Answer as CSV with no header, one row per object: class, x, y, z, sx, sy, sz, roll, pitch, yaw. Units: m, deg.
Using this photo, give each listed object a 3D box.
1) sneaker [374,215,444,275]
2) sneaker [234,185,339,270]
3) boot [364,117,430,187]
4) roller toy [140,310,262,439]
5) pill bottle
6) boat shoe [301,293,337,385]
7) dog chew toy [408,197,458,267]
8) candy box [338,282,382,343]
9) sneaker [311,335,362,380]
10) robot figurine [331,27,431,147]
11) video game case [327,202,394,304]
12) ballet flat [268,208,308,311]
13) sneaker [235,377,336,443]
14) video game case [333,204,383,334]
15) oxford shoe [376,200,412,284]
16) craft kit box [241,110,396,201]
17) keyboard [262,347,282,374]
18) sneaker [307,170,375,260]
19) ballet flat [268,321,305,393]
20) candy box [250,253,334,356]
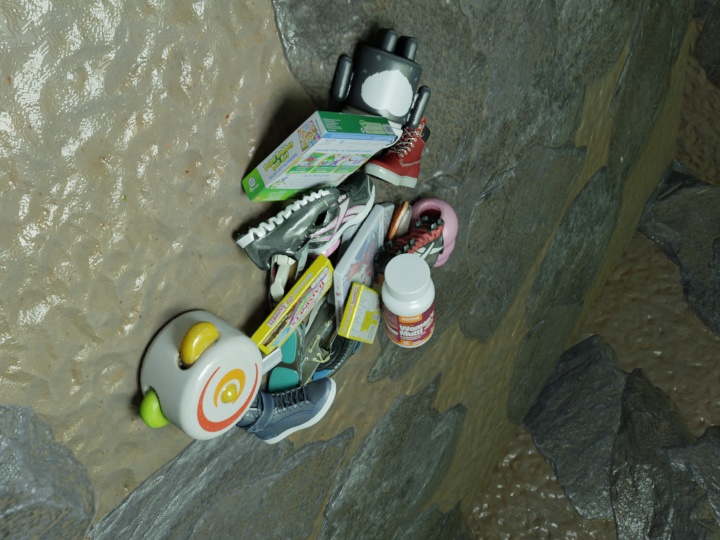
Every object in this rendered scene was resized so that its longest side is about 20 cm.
sneaker,0.110,-0.032,1.588,0.199,0.070,0.100,-34,123,-32
sneaker,-0.111,-0.067,1.289,0.197,0.092,0.066,-32,-174,-12
boot,0.078,-0.248,1.524,0.199,0.071,0.148,-11,121,-64
roller toy,-0.254,0.172,1.245,0.181,0.138,0.205,4,109,-58
pill bottle,0.098,0.062,1.535,0.110,0.108,0.202,-48,154,-24
boat shoe,-0.089,0.154,1.570,0.072,0.059,0.206,17,98,-59
dog chew toy,0.166,-0.077,1.747,0.125,0.123,0.201,-51,156,-19
candy box,0.006,0.089,1.520,0.200,0.026,0.105,32,72,-73
sneaker,-0.037,0.173,1.655,0.201,0.072,0.083,-49,149,-23
robot figurine,0.039,-0.320,1.345,0.124,0.147,0.205,-15,126,-68
video game case,0.003,-0.039,1.573,0.199,0.022,0.187,-27,135,-62
ballet flat,-0.135,-0.010,1.359,0.072,0.067,0.204,-61,163,-56
sneaker,-0.155,0.251,1.448,0.200,0.078,0.146,-35,133,16
video game case,0.000,0.000,1.518,0.185,0.022,0.202,88,26,-47
oxford shoe,0.090,-0.056,1.660,0.072,0.071,0.204,-80,-176,-61
craft kit box,-0.067,-0.185,1.256,0.196,0.049,0.198,-38,164,32
keyboard,-0.224,0.210,1.389,0.198,0.011,0.057,-37,156,-16
sneaker,-0.046,-0.118,1.421,0.202,0.079,0.087,-56,139,-24
ballet flat,-0.141,0.177,1.508,0.074,0.073,0.204,-24,135,-47
candy box,-0.119,0.067,1.390,0.201,0.026,0.102,-51,164,-9
